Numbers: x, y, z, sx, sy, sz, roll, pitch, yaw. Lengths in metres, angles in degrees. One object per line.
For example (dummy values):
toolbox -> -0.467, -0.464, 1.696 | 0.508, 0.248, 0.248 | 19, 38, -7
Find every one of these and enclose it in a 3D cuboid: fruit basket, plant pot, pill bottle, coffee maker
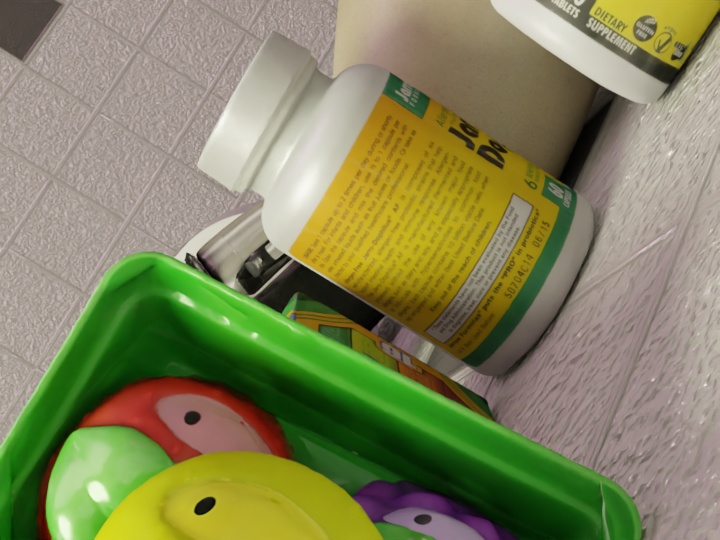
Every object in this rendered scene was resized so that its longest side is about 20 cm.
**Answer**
fruit basket -> -0.026, 0.090, 0.393 | 0.157, 0.214, 0.216 | -61, 6, -22
plant pot -> 0.055, -0.081, 0.831 | 0.187, 0.184, 0.203 | 157, 127, -81
pill bottle -> 0.162, -0.199, 0.678 | 0.202, 0.111, 0.113 | -58, 5, 17
coffee maker -> 0.000, 0.000, 0.964 | 0.199, 0.193, 0.135 | -40, 20, -7
pill bottle -> 0.017, -0.040, 0.702 | 0.114, 0.198, 0.113 | -58, 5, 9

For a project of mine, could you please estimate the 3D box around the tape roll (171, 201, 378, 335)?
tape roll -> -0.084, 0.042, 1.186 | 0.204, 0.201, 0.139 | -59, 6, 5

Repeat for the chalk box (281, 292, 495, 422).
chalk box -> -0.010, 0.106, 0.594 | 0.125, 0.124, 0.200 | -59, 7, 6
